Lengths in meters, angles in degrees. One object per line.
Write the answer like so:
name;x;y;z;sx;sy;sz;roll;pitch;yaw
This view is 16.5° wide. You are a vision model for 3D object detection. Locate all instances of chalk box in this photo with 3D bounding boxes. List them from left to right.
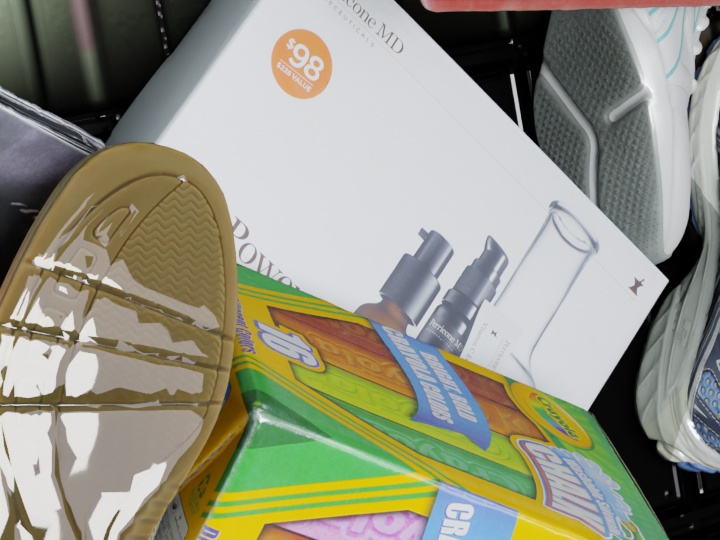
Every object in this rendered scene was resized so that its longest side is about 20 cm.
chalk box;0.018;0.102;0.803;0.200;0.125;0.124;22;106;-21

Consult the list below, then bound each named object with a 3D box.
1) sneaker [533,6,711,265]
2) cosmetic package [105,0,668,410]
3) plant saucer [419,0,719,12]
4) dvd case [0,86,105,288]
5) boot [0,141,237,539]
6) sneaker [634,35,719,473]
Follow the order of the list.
sneaker;0.108;-0.102;0.946;0.080;0.070;0.200;-10;94;-36
cosmetic package;0.000;0.000;0.887;0.200;0.052;0.151;43;66;-24
plant saucer;0.101;-0.186;0.830;0.200;0.037;0.200;-8;124;-47
dvd case;-0.196;-0.026;0.721;0.200;0.149;0.016;28;30;-30
boot;-0.103;0.057;0.755;0.072;0.155;0.200;13;89;-21
sneaker;0.174;-0.017;0.976;0.077;0.085;0.200;16;80;-31
